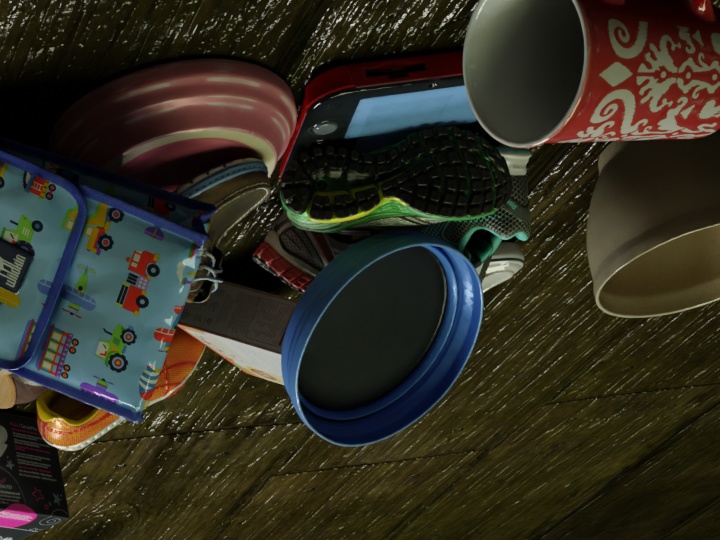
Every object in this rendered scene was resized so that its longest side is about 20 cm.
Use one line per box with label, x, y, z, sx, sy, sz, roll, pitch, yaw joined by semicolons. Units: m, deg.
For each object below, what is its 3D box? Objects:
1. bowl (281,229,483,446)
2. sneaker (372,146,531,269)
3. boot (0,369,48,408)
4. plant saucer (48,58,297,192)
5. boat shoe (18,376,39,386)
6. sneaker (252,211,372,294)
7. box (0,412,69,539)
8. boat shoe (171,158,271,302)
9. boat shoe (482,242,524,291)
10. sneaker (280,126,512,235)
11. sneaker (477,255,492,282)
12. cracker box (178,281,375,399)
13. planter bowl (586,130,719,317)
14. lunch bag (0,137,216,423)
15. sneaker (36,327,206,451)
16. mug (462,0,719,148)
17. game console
bowl;0.017;0.056;1.544;0.199;0.039;0.202;-22;130;-28
sneaker;0.079;-0.041;1.594;0.077;0.092;0.199;-2;166;-36
boot;-0.288;0.062;1.684;0.165;0.073;0.200;-13;159;-38
plant saucer;-0.143;-0.093;1.407;0.199;0.051;0.201;-13;158;-5
boat shoe;-0.213;0.016;1.470;0.202;0.072;0.060;-49;175;-36
sneaker;0.000;0.000;1.626;0.199;0.078;0.083;28;93;-38
box;-0.423;0.216;1.862;0.131;0.116;0.199;-26;154;27
boat shoe;-0.143;-0.008;1.393;0.199;0.073;0.072;-37;163;6
boat shoe;0.079;0.034;1.818;0.198;0.070;0.071;-21;157;14
sneaker;0.029;-0.072;1.496;0.198;0.079;0.085;-2;168;-7
sneaker;0.036;0.013;1.736;0.120;0.084;0.201;26;110;-20
cracker box;-0.057;0.072;1.677;0.199;0.058;0.134;15;164;35
planter bowl;0.294;-0.060;1.654;0.198;0.136;0.201;-12;157;-5
lunch bag;-0.224;-0.002;1.303;0.198;0.152;0.094;20;-165;-6
sneaker;-0.218;0.094;1.688;0.200;0.073;0.077;-41;159;-25
mug;0.207;-0.167;1.363;0.199;0.135;0.177;0;155;-39
game console;0.039;-0.124;1.480;0.198;0.031;0.177;-8;156;-16
